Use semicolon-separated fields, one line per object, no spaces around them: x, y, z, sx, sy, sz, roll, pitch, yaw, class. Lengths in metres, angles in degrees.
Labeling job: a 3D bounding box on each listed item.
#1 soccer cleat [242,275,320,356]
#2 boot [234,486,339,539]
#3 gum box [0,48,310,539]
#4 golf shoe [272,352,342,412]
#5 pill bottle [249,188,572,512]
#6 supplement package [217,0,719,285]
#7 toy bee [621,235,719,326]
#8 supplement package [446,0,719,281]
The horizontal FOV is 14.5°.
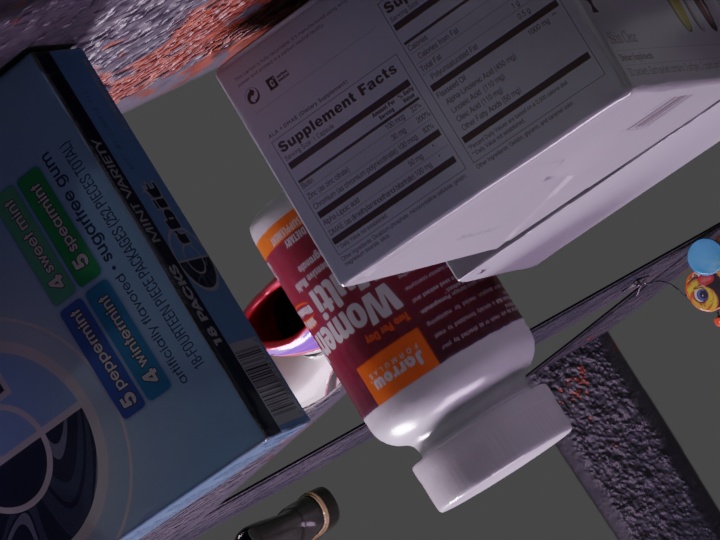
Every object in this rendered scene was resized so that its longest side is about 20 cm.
0.000;0.000;1.842;0.200;0.068;0.073;-34;169;34;soccer cleat
-0.126;0.360;3.692;0.138;0.078;0.200;-21;154;-37;boot
-0.144;0.040;1.093;0.200;0.170;0.045;-35;172;22;gum box
-0.018;0.024;1.947;0.200;0.077;0.088;-39;160;2;golf shoe
0.031;0.030;1.624;0.109;0.200;0.110;-31;172;-5;pill bottle
0.060;-0.088;1.263;0.156;0.111;0.200;-34;173;21;supplement package
0.451;0.010;3.601;0.200;0.109;0.131;-36;173;29;toy bee
0.125;-0.096;1.543;0.200;0.111;0.156;-34;172;18;supplement package
